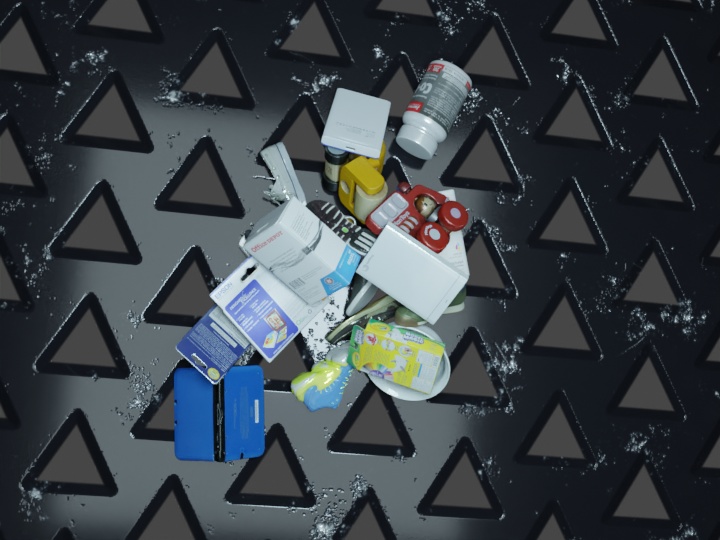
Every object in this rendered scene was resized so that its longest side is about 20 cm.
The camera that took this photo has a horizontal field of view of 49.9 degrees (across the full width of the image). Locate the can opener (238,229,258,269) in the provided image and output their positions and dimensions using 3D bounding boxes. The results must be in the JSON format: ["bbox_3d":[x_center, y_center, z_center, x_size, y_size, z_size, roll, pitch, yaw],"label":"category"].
[{"bbox_3d":[-0.200,-0.003,1.732,0.053,0.067,0.201,-37,91,-9],"label":"can opener"}]

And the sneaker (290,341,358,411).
[{"bbox_3d":[-0.056,0.243,1.739,0.198,0.076,0.106,-30,108,-9],"label":"sneaker"}]

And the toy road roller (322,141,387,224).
[{"bbox_3d":[0.012,-0.220,1.733,0.145,0.124,0.200,-31,64,-23],"label":"toy road roller"}]

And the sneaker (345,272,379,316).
[{"bbox_3d":[0.000,0.000,1.763,0.098,0.071,0.202,33,96,18],"label":"sneaker"}]

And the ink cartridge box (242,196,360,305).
[{"bbox_3d":[-0.122,-0.038,1.612,0.200,0.144,0.084,42,49,-20],"label":"ink cartridge box"}]

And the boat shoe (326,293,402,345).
[{"bbox_3d":[0.018,0.118,1.748,0.199,0.072,0.067,-32,85,-13],"label":"boat shoe"}]

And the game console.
[{"bbox_3d":[-0.312,0.314,1.718,0.169,0.117,0.204,2,85,-38],"label":"game console"}]

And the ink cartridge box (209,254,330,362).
[{"bbox_3d":[-0.197,0.059,1.689,0.198,0.047,0.201,-44,103,-15],"label":"ink cartridge box"}]

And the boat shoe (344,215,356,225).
[{"bbox_3d":[-0.100,-0.076,1.749,0.197,0.070,0.072,-19,88,-8],"label":"boat shoe"}]

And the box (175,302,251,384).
[{"bbox_3d":[-0.301,0.143,1.682,0.121,0.032,0.200,42,52,-3],"label":"box"}]

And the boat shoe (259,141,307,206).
[{"bbox_3d":[-0.180,-0.185,1.746,0.085,0.075,0.205,-21,86,-9],"label":"boat shoe"}]

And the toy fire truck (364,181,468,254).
[{"bbox_3d":[0.122,-0.109,1.654,0.168,0.112,0.200,44,56,3],"label":"toy fire truck"}]

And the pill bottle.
[{"bbox_3d":[0.166,-0.368,1.783,0.113,0.114,0.202,28,82,-4],"label":"pill bottle"}]

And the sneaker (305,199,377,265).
[{"bbox_3d":[-0.044,-0.065,1.692,0.199,0.116,0.076,36,66,24],"label":"sneaker"}]

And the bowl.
[{"bbox_3d":[0.110,0.184,1.725,0.198,0.091,0.204,9,122,14],"label":"bowl"}]

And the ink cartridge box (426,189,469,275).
[{"bbox_3d":[0.156,-0.073,1.773,0.142,0.084,0.204,-10,87,-9],"label":"ink cartridge box"}]

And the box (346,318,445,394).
[{"bbox_3d":[0.072,0.180,1.654,0.197,0.049,0.119,17,125,6],"label":"box"}]

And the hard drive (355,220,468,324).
[{"bbox_3d":[0.104,0.007,1.588,0.199,0.027,0.133,34,120,-2],"label":"hard drive"}]

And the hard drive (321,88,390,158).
[{"bbox_3d":[-0.007,-0.333,1.739,0.130,0.026,0.202,14,44,-2],"label":"hard drive"}]

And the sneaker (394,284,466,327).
[{"bbox_3d":[0.156,0.055,1.682,0.198,0.067,0.091,-13,124,-37],"label":"sneaker"}]
